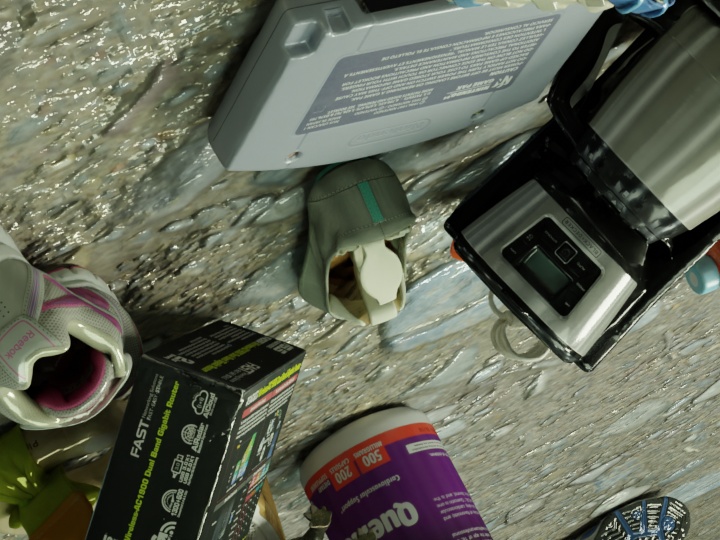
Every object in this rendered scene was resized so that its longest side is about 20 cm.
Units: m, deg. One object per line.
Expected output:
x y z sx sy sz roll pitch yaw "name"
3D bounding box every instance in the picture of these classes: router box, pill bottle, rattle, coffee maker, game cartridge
-0.096 0.115 1.197 0.200 0.062 0.150 -27 136 -81 "router box"
0.042 0.211 1.597 0.112 0.200 0.112 -25 159 -10 "pill bottle"
-0.156 0.167 1.340 0.130 0.143 0.200 -42 156 -12 "rattle"
0.160 -0.045 1.179 0.200 0.135 0.192 -44 155 9 "coffee maker"
0.024 -0.106 1.050 0.200 0.041 0.133 -15 153 -32 "game cartridge"

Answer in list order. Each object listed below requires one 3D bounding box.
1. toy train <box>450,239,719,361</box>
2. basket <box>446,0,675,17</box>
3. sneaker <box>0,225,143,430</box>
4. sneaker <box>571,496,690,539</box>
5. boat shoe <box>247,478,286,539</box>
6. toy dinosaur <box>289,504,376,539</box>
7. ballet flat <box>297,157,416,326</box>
0.157 -0.024 1.269 0.200 0.150 0.056 -17 144 -16 "toy train"
0.094 -0.174 0.794 0.200 0.139 0.176 -2 169 22 "basket"
-0.159 0.046 1.081 0.081 0.088 0.200 -45 158 4 "sneaker"
0.275 0.310 2.352 0.200 0.076 0.077 -28 -177 -1 "sneaker"
-0.101 0.168 1.512 0.069 0.071 0.200 -22 155 1 "boat shoe"
-0.023 0.227 1.506 0.200 0.077 0.102 9 145 -24 "toy dinosaur"
0.000 0.000 1.233 0.067 0.064 0.200 -25 160 -9 "ballet flat"
